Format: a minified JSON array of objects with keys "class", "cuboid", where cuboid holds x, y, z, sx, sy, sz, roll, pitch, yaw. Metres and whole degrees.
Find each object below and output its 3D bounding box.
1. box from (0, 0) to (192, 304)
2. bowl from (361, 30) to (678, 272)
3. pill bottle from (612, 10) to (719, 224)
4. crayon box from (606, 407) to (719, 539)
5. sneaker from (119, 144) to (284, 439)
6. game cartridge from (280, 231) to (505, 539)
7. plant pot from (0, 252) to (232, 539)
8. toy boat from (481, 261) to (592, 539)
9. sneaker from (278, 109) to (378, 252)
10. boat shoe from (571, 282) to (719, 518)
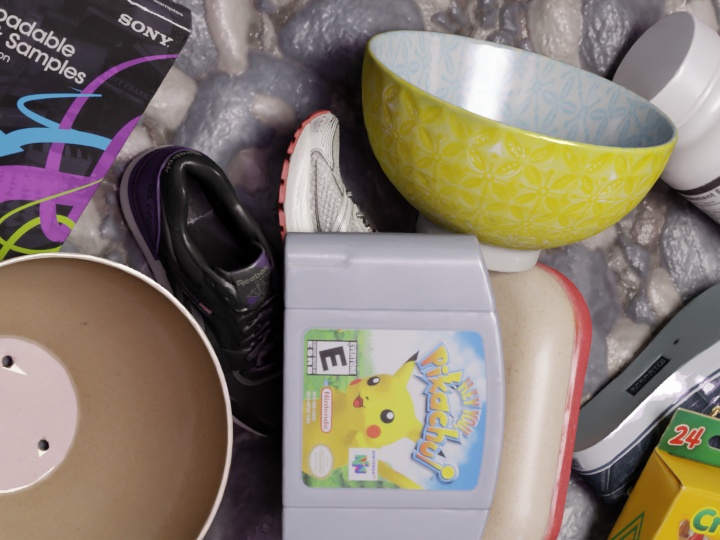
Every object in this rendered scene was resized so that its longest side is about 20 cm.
[{"class":"box","cuboid":[-0.202,-0.091,1.017,0.142,0.036,0.201,25,112,-22]},{"class":"bowl","cuboid":[0.086,-0.064,1.130,0.198,0.200,0.109,5,113,-24]},{"class":"pill bottle","cuboid":[0.265,-0.083,1.237,0.199,0.111,0.112,35,79,-22]},{"class":"crayon box","cuboid":[0.224,0.198,1.223,0.126,0.051,0.201,15,111,-23]},{"class":"sneaker","cuboid":[-0.076,0.020,1.101,0.075,0.087,0.201,-34,106,-19]},{"class":"game cartridge","cuboid":[0.019,0.078,1.079,0.132,0.040,0.202,0,100,-4]},{"class":"plant pot","cuboid":[-0.187,0.089,1.029,0.199,0.134,0.202,-1,92,-24]},{"class":"toy boat","cuboid":[0.094,0.093,1.179,0.130,0.130,0.202,10,89,-54]},{"class":"sneaker","cuboid":[0.000,0.000,1.125,0.081,0.078,0.202,-13,96,6]},{"class":"boat shoe","cuboid":[0.233,0.088,1.249,0.200,0.071,0.091,-40,113,-1]}]
